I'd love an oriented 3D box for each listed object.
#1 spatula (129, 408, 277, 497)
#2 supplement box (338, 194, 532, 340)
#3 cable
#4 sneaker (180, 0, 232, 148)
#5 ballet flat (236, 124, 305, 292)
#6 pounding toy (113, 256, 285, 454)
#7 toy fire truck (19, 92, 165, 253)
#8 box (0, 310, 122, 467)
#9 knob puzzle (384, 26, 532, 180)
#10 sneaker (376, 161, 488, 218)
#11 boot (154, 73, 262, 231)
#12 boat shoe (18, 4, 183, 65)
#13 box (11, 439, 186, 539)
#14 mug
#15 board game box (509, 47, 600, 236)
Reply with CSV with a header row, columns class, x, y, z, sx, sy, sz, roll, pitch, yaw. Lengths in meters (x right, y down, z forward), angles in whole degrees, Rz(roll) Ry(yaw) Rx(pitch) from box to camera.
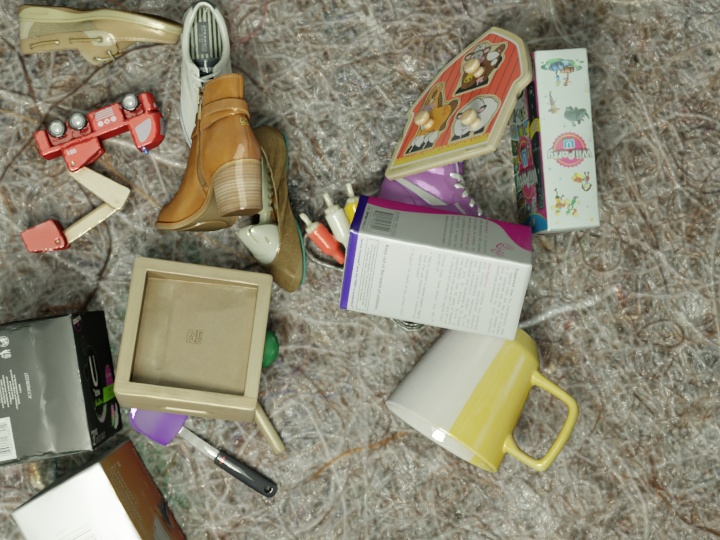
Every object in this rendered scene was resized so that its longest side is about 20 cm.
class,x,y,z,sx,sy,sz,roll,pitch,yaw
spatula,-0.184,0.211,1.382,0.200,0.021,0.057,35,86,-3
supplement box,0.085,-0.005,1.300,0.199,0.101,0.104,10,118,4
cable,0.000,0.000,1.382,0.097,0.050,0.200,-32,92,9
sneaker,-0.182,-0.218,1.365,0.073,0.071,0.201,-9,89,-3
ballet flat,-0.113,-0.072,1.361,0.072,0.068,0.201,-4,88,-47
pounding toy,-0.171,0.102,1.343,0.199,0.142,0.185,8,74,-6
toy fire truck,-0.314,-0.113,1.366,0.200,0.049,0.141,-21,91,-4
box,-0.347,0.126,1.284,0.124,0.200,0.149,-9,90,-2
knob puzzle,0.115,-0.206,1.330,0.030,0.220,0.220,38,87,-28
sneaker,0.123,-0.077,1.382,0.200,0.073,0.114,25,85,-3
boot,-0.179,-0.127,1.319,0.077,0.200,0.156,-4,83,-32
boat shoe,-0.302,-0.272,1.358,0.199,0.071,0.065,7,100,13
box,-0.280,0.287,1.285,0.106,0.200,0.152,-30,91,-2
mug,0.145,0.140,1.351,0.186,0.149,0.153,34,79,-7
board game box,0.221,-0.143,1.349,0.064,0.148,0.201,-5,89,-5
